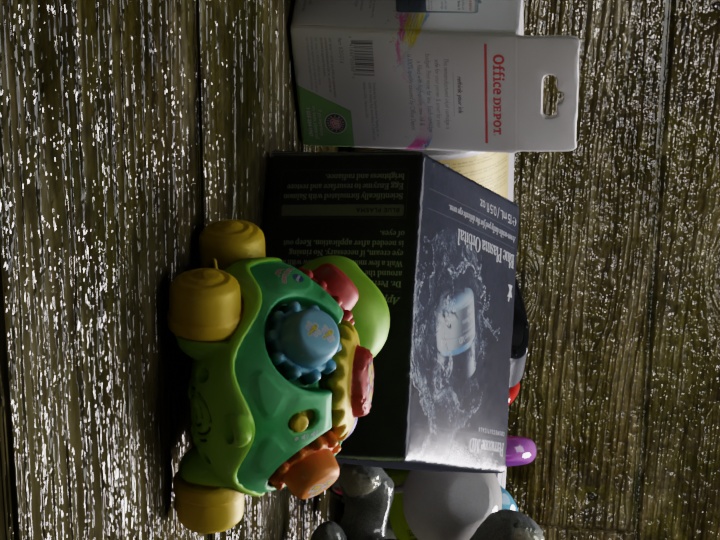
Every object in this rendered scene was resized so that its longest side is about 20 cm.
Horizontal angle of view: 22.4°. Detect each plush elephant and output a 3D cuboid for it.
[{"bbox_3d":[0.028,0.259,1.320,0.201,0.164,0.155,-62,-171,12],"label":"plush elephant"}]

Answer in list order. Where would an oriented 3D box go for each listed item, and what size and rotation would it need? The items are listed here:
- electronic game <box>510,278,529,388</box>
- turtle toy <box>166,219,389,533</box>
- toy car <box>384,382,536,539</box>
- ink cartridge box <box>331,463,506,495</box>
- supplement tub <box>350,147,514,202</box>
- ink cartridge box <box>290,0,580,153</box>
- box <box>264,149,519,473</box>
[{"bbox_3d":[0.076,0.003,1.444,0.200,0.042,0.200,48,26,-33],"label":"electronic game"},{"bbox_3d":[-0.041,0.048,0.992,0.200,0.101,0.146,-70,161,-67],"label":"turtle toy"},{"bbox_3d":[0.071,0.142,1.488,0.175,0.149,0.201,-23,-103,64],"label":"toy car"},{"bbox_3d":[0.058,0.176,1.659,0.200,0.147,0.086,56,39,-80],"label":"ink cartridge box"},{"bbox_3d":[0.063,-0.090,1.588,0.146,0.145,0.201,-74,165,-60],"label":"supplement tub"},{"bbox_3d":[0.056,-0.148,1.287,0.117,0.199,0.068,86,10,-48],"label":"ink cartridge box"},{"bbox_3d":[0.022,0.034,1.244,0.197,0.117,0.201,18,74,-65],"label":"box"}]
